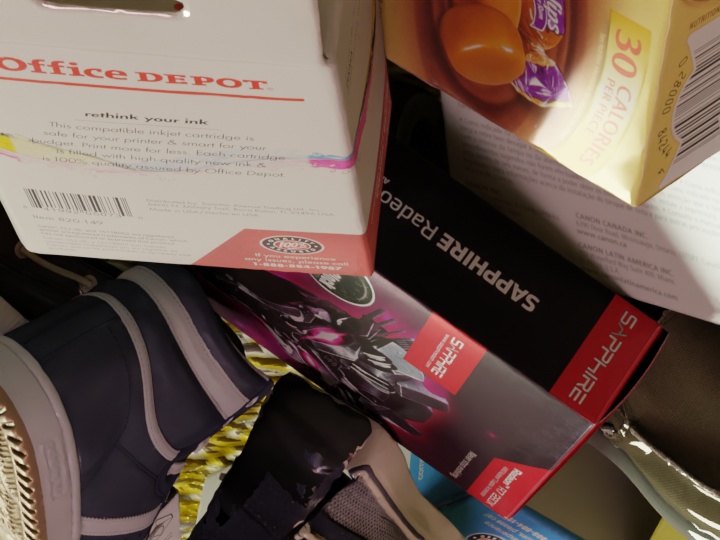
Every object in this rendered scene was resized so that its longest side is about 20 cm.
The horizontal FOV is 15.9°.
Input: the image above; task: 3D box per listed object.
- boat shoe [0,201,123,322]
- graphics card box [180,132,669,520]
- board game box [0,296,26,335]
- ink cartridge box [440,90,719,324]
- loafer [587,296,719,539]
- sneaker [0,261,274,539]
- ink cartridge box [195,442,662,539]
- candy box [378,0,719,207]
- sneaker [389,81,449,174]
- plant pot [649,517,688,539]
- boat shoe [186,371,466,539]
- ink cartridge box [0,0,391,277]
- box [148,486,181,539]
[{"bbox_3d":[-0.142,-0.008,1.041,0.060,0.074,0.200,-49,119,-1],"label":"boat shoe"},{"bbox_3d":[0.000,0.000,0.912,0.200,0.051,0.125,37,158,3],"label":"graphics card box"},{"bbox_3d":[-0.213,0.021,1.014,0.199,0.041,0.200,40,150,18],"label":"board game box"},{"bbox_3d":[0.095,-0.082,0.826,0.162,0.057,0.200,18,125,39],"label":"ink cartridge box"},{"bbox_3d":[0.126,0.048,1.007,0.200,0.075,0.070,30,150,45],"label":"loafer"},{"bbox_3d":[-0.092,0.075,0.957,0.070,0.108,0.200,42,150,25],"label":"sneaker"},{"bbox_3d":[0.038,0.127,1.193,0.146,0.086,0.200,32,139,-32],"label":"ink cartridge box"},{"bbox_3d":[0.065,-0.131,0.739,0.117,0.056,0.200,34,140,29],"label":"candy box"},{"bbox_3d":[0.007,-0.003,1.032,0.079,0.075,0.200,5,139,20],"label":"sneaker"},{"bbox_3d":[0.221,0.165,1.073,0.200,0.200,0.176,31,118,-32],"label":"plant pot"},{"bbox_3d":[-0.016,0.117,1.013,0.075,0.093,0.200,30,166,29],"label":"boat shoe"},{"bbox_3d":[-0.055,-0.067,0.741,0.116,0.068,0.200,5,159,5],"label":"ink cartridge box"},{"bbox_3d":[-0.157,0.070,1.085,0.200,0.035,0.110,37,152,21],"label":"box"}]
